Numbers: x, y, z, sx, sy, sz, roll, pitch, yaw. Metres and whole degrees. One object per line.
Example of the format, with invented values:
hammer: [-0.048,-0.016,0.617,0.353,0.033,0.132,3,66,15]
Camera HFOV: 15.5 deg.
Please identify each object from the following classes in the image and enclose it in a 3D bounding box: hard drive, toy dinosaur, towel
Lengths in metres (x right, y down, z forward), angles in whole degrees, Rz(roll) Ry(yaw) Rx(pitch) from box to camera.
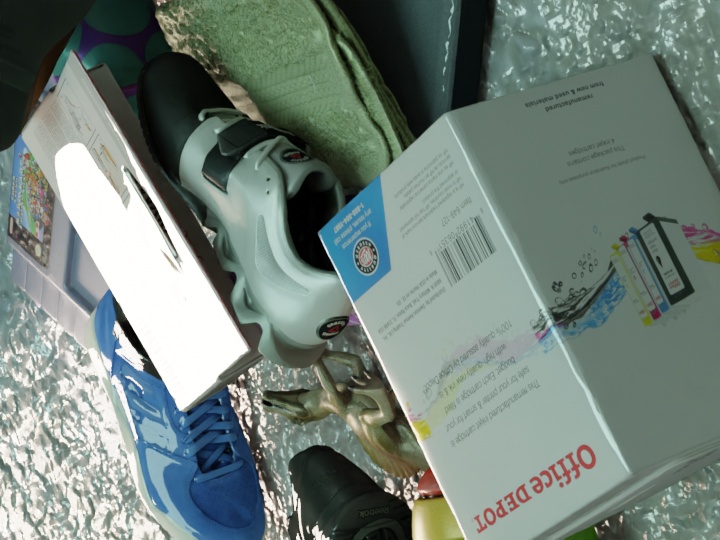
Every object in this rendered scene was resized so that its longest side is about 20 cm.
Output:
hard drive: [0.017,-0.167,1.476,0.139,0.033,0.201,32,128,42]
toy dinosaur: [0.019,0.091,1.579,0.200,0.058,0.102,31,143,39]
towel: [-0.046,-0.108,1.507,0.149,0.036,0.200,61,156,-12]

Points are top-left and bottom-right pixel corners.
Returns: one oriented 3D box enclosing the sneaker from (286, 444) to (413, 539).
sneaker: [-0.005,0.184,1.608,0.091,0.076,0.201,48,150,41]

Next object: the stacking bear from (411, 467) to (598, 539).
stacking bear: [0.079,0.137,1.464,0.121,0.113,0.202,-14,88,54]

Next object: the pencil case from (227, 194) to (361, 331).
pencil case: [0.000,0.000,1.530,0.085,0.084,0.199,42,156,-26]

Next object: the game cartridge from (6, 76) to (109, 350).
game cartridge: [-0.193,-0.049,1.802,0.129,0.038,0.201,35,130,35]

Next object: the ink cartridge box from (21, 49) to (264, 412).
ink cartridge box: [-0.119,-0.028,1.547,0.201,0.045,0.176,59,158,3]

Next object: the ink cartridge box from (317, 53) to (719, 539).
ink cartridge box: [0.105,0.022,1.344,0.147,0.144,0.201,-39,72,52]

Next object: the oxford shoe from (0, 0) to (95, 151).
oxford shoe: [-0.187,-0.161,1.513,0.071,0.071,0.200,31,131,-5]

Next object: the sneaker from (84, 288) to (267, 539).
sneaker: [-0.109,0.086,1.709,0.201,0.076,0.111,64,150,17]

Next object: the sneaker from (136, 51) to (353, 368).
sneaker: [-0.052,-0.053,1.473,0.089,0.074,0.201,-46,67,40]

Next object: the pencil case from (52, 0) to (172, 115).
pencil case: [-0.180,-0.184,1.685,0.085,0.092,0.201,-31,75,16]
